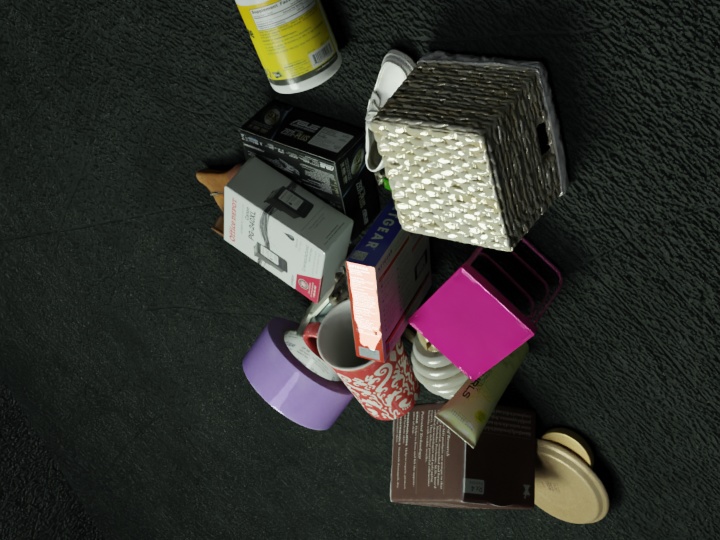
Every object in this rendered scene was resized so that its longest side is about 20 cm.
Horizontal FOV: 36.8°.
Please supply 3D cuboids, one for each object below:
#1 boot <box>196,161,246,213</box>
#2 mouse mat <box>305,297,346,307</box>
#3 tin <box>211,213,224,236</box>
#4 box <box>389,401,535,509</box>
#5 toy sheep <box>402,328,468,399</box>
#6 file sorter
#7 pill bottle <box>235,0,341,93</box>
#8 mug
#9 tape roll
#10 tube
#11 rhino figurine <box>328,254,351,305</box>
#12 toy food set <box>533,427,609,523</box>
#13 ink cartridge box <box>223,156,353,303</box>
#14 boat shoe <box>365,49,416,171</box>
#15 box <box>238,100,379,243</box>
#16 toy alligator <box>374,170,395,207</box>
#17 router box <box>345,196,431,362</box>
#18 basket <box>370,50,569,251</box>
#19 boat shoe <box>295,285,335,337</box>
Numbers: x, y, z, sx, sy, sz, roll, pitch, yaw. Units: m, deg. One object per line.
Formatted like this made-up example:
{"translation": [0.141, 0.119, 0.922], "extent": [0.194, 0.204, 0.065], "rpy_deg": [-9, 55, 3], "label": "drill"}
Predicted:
{"translation": [-0.196, -0.105, 1.916], "extent": [0.199, 0.069, 0.189], "rpy_deg": [-4, 131, 53], "label": "boot"}
{"translation": [-0.022, 0.061, 1.864], "extent": [0.198, 0.008, 0.163], "rpy_deg": [9, 133, 38], "label": "mouse mat"}
{"translation": [-0.181, -0.040, 1.953], "extent": [0.198, 0.042, 0.112], "rpy_deg": [31, 172, 19], "label": "tin"}
{"translation": [0.173, 0.316, 1.834], "extent": [0.164, 0.167, 0.199], "rpy_deg": [14, 162, -34], "label": "box"}
{"translation": [0.144, 0.143, 1.772], "extent": [0.136, 0.139, 0.201], "rpy_deg": [10, 148, 40], "label": "toy sheep"}
{"translation": [0.190, 0.044, 1.611], "extent": [0.139, 0.126, 0.200], "rpy_deg": [42, 148, 1], "label": "file sorter"}
{"translation": [-0.108, -0.359, 1.502], "extent": [0.111, 0.113, 0.202], "rpy_deg": [8, 132, 41], "label": "pill bottle"}
{"translation": [0.011, 0.142, 1.805], "extent": [0.177, 0.133, 0.201], "rpy_deg": [43, 169, 39], "label": "mug"}
{"translation": [-0.104, 0.181, 1.906], "extent": [0.199, 0.200, 0.085], "rpy_deg": [39, 105, 8], "label": "tape roll"}
{"translation": [0.197, 0.180, 1.682], "extent": [0.057, 0.200, 0.052], "rpy_deg": [13, 139, 38], "label": "tube"}
{"translation": [0.000, 0.000, 1.678], "extent": [0.060, 0.200, 0.088], "rpy_deg": [45, 124, 2], "label": "rhino figurine"}
{"translation": [0.340, 0.355, 1.858], "extent": [0.197, 0.049, 0.201], "rpy_deg": [-14, 117, 53], "label": "toy food set"}
{"translation": [-0.119, -0.064, 1.704], "extent": [0.198, 0.084, 0.146], "rpy_deg": [33, 148, 14], "label": "ink cartridge box"}
{"translation": [0.040, -0.218, 1.536], "extent": [0.070, 0.069, 0.202], "rpy_deg": [31, 144, 21], "label": "boat shoe"}
{"translation": [-0.080, -0.157, 1.714], "extent": [0.198, 0.086, 0.165], "rpy_deg": [21, 141, 31], "label": "box"}
{"translation": [0.068, -0.128, 1.593], "extent": [0.200, 0.053, 0.060], "rpy_deg": [-128, 23, -69], "label": "toy alligator"}
{"translation": [0.048, 0.004, 1.636], "extent": [0.048, 0.201, 0.182], "rpy_deg": [12, 130, 22], "label": "router box"}
{"translation": [0.141, -0.157, 1.416], "extent": [0.198, 0.161, 0.200], "rpy_deg": [15, 138, 39], "label": "basket"}
{"translation": [-0.054, 0.072, 1.852], "extent": [0.061, 0.074, 0.200], "rpy_deg": [28, 148, -6], "label": "boat shoe"}
